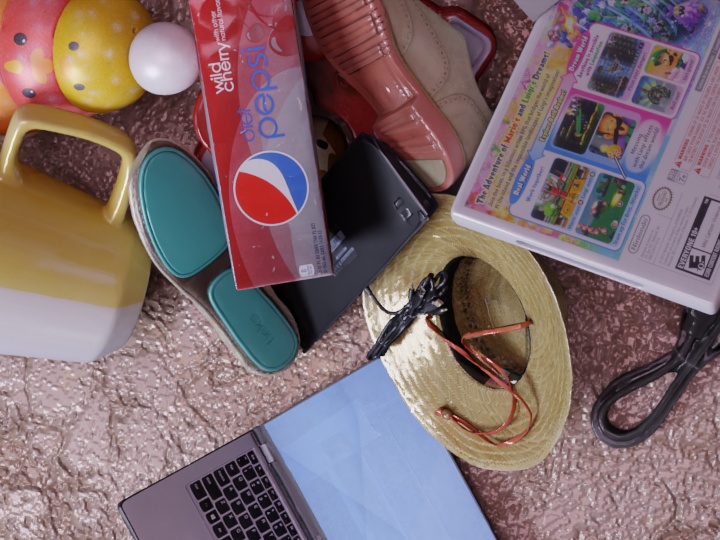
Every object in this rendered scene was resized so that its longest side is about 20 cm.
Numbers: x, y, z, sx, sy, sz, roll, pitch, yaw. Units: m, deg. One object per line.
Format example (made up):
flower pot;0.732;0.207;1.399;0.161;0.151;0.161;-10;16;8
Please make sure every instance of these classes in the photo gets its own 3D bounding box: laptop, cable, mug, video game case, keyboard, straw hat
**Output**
laptop;-0.031;0.192;1.348;0.188;0.199;0.116;61;144;4
cable;0.239;0.044;1.321;0.097;0.050;0.201;29;111;6
mug;-0.227;-0.009;1.350;0.152;0.187;0.150;16;63;-19
video game case;0.178;-0.091;1.222;0.181;0.024;0.201;20;74;19
keyboard;0.000;0.000;1.323;0.127;0.021;0.200;54;141;10
straw hat;0.097;0.029;1.317;0.200;0.085;0.202;24;126;38

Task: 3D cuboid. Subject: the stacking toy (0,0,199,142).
stacking toy;-0.189;-0.157;1.323;0.199;0.146;0.147;8;95;37

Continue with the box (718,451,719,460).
box;0.306;0.042;1.260;0.035;0.110;0.201;32;101;9

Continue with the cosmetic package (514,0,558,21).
cosmetic package;0.093;-0.268;1.280;0.082;0.051;0.201;-39;55;14

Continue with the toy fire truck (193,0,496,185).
toy fire truck;-0.019;-0.122;1.340;0.167;0.112;0.201;31;101;-9

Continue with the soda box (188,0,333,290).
soda box;-0.065;-0.094;1.255;0.069;0.063;0.202;-8;105;-1

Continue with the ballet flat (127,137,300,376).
ballet flat;-0.112;-0.007;1.350;0.067;0.062;0.201;-35;113;-14

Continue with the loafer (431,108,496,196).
loafer;0.114;-0.073;1.304;0.198;0.070;0.070;-8;115;7

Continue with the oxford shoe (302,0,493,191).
oxford shoe;0.023;-0.154;1.259;0.071;0.074;0.201;-8;114;54
